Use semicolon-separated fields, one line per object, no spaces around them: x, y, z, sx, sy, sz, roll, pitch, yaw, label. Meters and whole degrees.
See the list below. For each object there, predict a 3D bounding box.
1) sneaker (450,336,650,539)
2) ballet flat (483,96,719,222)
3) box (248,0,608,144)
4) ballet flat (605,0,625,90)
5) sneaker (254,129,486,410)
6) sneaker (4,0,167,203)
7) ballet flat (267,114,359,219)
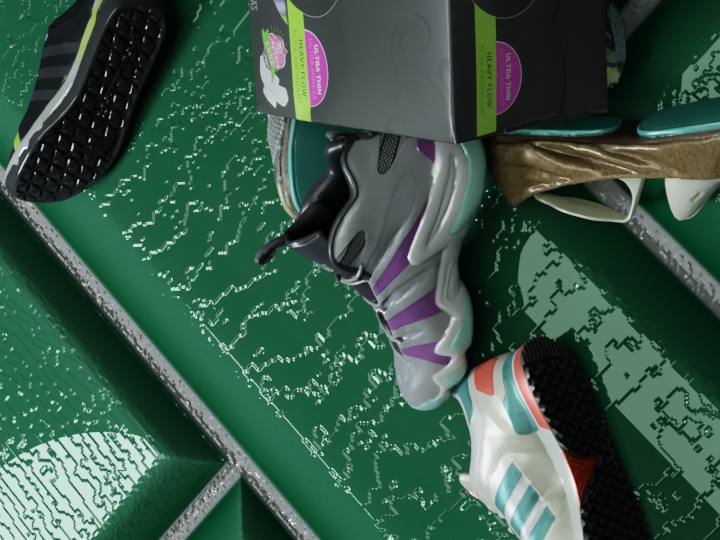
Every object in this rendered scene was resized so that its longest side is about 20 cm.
0.118;0.148;0.924;0.093;0.070;0.201;-23;84;42;sneaker
0.173;-0.066;0.887;0.199;0.068;0.073;-3;111;26;ballet flat
0.035;-0.165;0.854;0.200;0.124;0.149;16;116;50;box
0.104;-0.201;0.906;0.074;0.074;0.201;-31;80;23;ballet flat
0.000;0.000;0.910;0.078;0.139;0.201;-141;50;-62;sneaker
-0.209;-0.143;1.071;0.200;0.072;0.083;-55;47;16;sneaker
-0.032;-0.136;0.983;0.072;0.072;0.201;12;97;24;ballet flat
